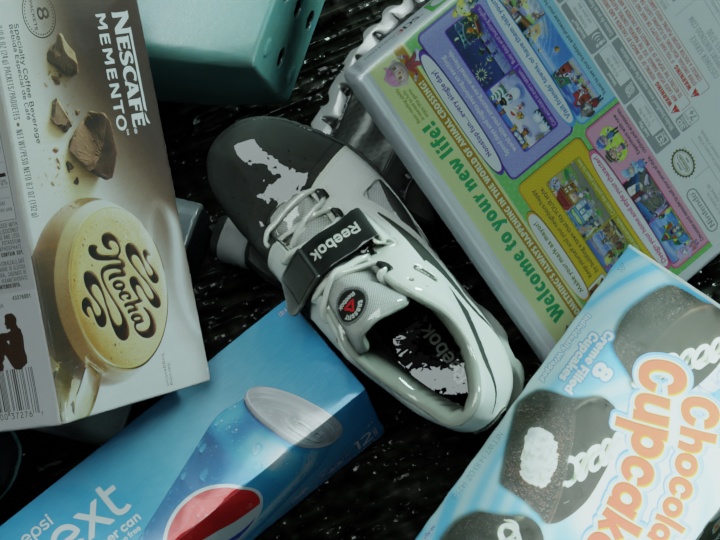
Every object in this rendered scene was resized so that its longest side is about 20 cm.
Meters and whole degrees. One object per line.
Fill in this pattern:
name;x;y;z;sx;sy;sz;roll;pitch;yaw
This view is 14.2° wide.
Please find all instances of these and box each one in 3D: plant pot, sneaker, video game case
plant pot;-0.122;-0.165;1.517;0.199;0.141;0.142;19;84;13
sneaker;0.000;0.000;1.414;0.200;0.089;0.074;43;100;5
video game case;0.115;-0.075;1.430;0.182;0.200;0.022;-39;24;-8
sneaker;0.016;-0.063;1.497;0.090;0.066;0.200;36;81;19

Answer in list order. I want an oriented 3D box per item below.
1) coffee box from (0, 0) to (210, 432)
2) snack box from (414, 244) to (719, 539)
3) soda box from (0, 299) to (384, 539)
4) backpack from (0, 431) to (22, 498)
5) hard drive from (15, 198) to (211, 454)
coffee box;-0.152;-0.031;1.387;0.080;0.113;0.201;-8;93;37
snack box;0.120;0.101;1.401;0.116;0.037;0.200;34;86;22
soda box;-0.088;0.109;1.438;0.200;0.064;0.068;-39;65;-7
backpack;-0.297;0.087;1.427;0.200;0.153;0.176;44;107;26
hard drive;-0.193;0.012;1.517;0.199;0.033;0.140;12;69;16
